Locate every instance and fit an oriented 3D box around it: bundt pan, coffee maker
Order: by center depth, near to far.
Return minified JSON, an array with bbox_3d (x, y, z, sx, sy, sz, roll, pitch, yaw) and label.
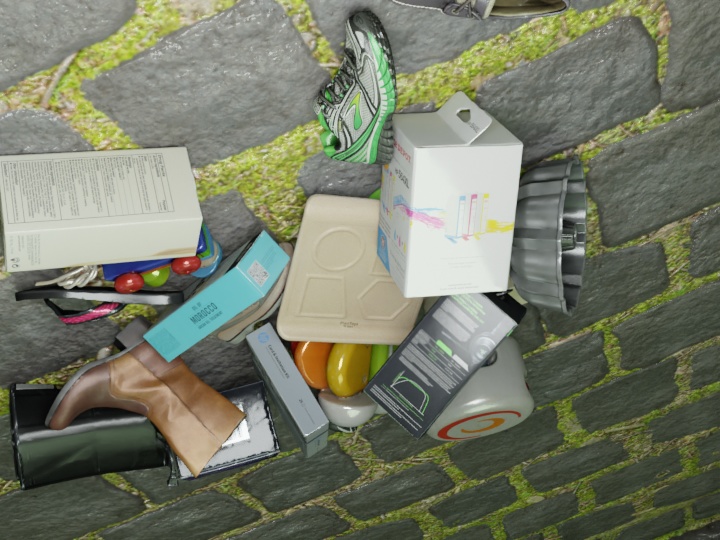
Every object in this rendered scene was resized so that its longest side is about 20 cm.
[{"bbox_3d":[0.236,-0.045,1.320,0.075,0.203,0.202,3,153,20],"label":"bundt pan"},{"bbox_3d":[-0.361,0.214,1.384,0.198,0.192,0.136,-8,105,-19],"label":"coffee maker"}]

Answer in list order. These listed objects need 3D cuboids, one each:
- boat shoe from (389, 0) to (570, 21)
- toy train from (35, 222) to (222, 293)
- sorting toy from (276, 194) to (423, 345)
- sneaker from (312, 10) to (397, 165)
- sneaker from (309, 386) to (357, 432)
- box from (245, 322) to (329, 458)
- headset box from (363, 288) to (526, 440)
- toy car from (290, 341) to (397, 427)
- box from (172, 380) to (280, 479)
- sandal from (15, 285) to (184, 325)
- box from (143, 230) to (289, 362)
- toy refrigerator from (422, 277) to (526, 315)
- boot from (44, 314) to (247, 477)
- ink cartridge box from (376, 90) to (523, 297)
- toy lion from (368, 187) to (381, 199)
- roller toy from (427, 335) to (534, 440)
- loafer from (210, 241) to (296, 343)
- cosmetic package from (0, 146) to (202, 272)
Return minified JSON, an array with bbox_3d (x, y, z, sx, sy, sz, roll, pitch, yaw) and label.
[{"bbox_3d":[0.116,-0.277,1.011,0.198,0.065,0.072,-5,147,-20],"label":"boat shoe"},{"bbox_3d":[-0.264,-0.008,1.217,0.198,0.085,0.116,-18,165,7],"label":"toy train"},{"bbox_3d":[0.000,0.000,1.287,0.184,0.037,0.201,4,122,-19],"label":"sorting toy"},{"bbox_3d":[-0.006,-0.180,1.082,0.084,0.078,0.201,-5,142,-6],"label":"sneaker"},{"bbox_3d":[-0.043,0.199,1.560,0.079,0.074,0.200,-11,-174,7],"label":"sneaker"},{"bbox_3d":[-0.098,0.170,1.433,0.041,0.157,0.200,-29,165,-12],"label":"box"},{"bbox_3d":[0.115,0.092,1.298,0.200,0.093,0.174,-51,172,10],"label":"headset box"},{"bbox_3d":[-0.017,0.111,1.449,0.149,0.177,0.199,12,-168,30],"label":"toy car"},{"bbox_3d":[-0.199,0.237,1.516,0.147,0.105,0.200,-14,170,-8],"label":"box"},{"bbox_3d":[-0.309,0.043,1.229,0.198,0.046,0.075,3,-176,-4],"label":"sandal"},{"bbox_3d":[-0.177,0.034,1.269,0.049,0.082,0.200,47,129,-13],"label":"box"},{"bbox_3d":[0.182,0.018,1.484,0.199,0.070,0.076,-20,155,2],"label":"toy refrigerator"},{"bbox_3d":[-0.275,0.188,1.331,0.188,0.200,0.068,-44,179,-25],"label":"boot"},{"bbox_3d":[0.096,-0.090,1.167,0.124,0.129,0.202,-4,115,-14],"label":"ink cartridge box"},{"bbox_3d":[0.093,-0.081,1.304,0.198,0.069,0.193,-10,140,-13],"label":"toy lion"},{"bbox_3d":[0.177,0.179,1.651,0.199,0.141,0.182,10,148,-41],"label":"roller toy"},{"bbox_3d":[-0.147,0.030,1.333,0.062,0.072,0.200,13,139,-29],"label":"loafer"},{"bbox_3d":[-0.274,-0.066,1.090,0.198,0.106,0.071,-4,146,-20],"label":"cosmetic package"}]
